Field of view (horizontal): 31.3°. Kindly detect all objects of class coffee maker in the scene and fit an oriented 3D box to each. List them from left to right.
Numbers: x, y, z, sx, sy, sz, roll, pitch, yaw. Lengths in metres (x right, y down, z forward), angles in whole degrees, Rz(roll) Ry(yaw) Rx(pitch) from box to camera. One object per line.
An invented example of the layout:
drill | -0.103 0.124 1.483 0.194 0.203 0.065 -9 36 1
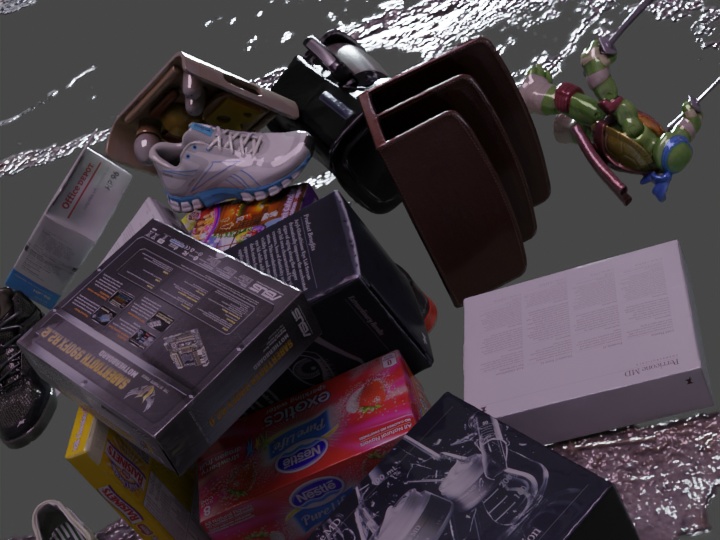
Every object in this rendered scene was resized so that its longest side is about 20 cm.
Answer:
coffee maker | -0.017 -0.146 1.421 0.194 0.133 0.200 -63 33 14

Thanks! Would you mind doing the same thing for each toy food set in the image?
toy food set | -0.176 -0.153 1.410 0.199 0.142 0.061 -32 48 48

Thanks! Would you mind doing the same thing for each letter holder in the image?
letter holder | 0.105 -0.092 1.190 0.141 0.201 0.101 -25 36 6

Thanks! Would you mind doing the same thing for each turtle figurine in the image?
turtle figurine | 0.259 -0.173 1.232 0.142 0.203 0.193 -10 18 -35

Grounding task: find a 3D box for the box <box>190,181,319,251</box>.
box | -0.124 0.002 1.301 0.135 0.039 0.201 -12 41 25

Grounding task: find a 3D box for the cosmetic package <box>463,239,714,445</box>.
cosmetic package | 0.185 0.066 1.076 0.198 0.052 0.152 -16 37 19

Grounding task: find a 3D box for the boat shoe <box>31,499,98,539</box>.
boat shoe | -0.241 0.273 1.122 0.072 0.062 0.199 -41 39 -14

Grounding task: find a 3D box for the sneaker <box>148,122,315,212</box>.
sneaker | -0.142 -0.121 1.348 0.198 0.087 0.075 -13 38 28

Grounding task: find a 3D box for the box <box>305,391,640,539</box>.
box | 0.072 0.219 0.932 0.200 0.105 0.181 -44 37 -18

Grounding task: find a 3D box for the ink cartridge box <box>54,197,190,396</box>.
ink cartridge box | -0.249 0.032 1.339 0.201 0.050 0.162 -56 23 5

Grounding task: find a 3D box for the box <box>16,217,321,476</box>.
box | -0.151 0.052 1.001 0.199 0.049 0.158 23 59 41

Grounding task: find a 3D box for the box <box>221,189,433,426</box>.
box | -0.059 0.050 1.103 0.198 0.148 0.105 -27 47 11

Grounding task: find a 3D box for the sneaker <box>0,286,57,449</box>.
sneaker | -0.379 0.097 1.384 0.075 0.115 0.201 -23 39 12

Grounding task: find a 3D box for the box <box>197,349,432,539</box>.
box | -0.031 0.165 1.073 0.198 0.096 0.100 -24 38 9

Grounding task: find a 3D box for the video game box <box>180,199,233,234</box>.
video game box | -0.156 0.003 1.394 0.199 0.047 0.182 18 56 45

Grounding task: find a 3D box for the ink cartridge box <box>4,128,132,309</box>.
ink cartridge box | -0.332 -0.057 1.484 0.200 0.067 0.117 -46 19 47

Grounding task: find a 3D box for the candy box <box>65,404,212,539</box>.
candy box | -0.171 0.176 1.070 0.026 0.201 0.103 -18 37 20

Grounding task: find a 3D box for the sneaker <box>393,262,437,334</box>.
sneaker | 0.000 0.000 1.255 0.077 0.082 0.199 -43 38 -17
